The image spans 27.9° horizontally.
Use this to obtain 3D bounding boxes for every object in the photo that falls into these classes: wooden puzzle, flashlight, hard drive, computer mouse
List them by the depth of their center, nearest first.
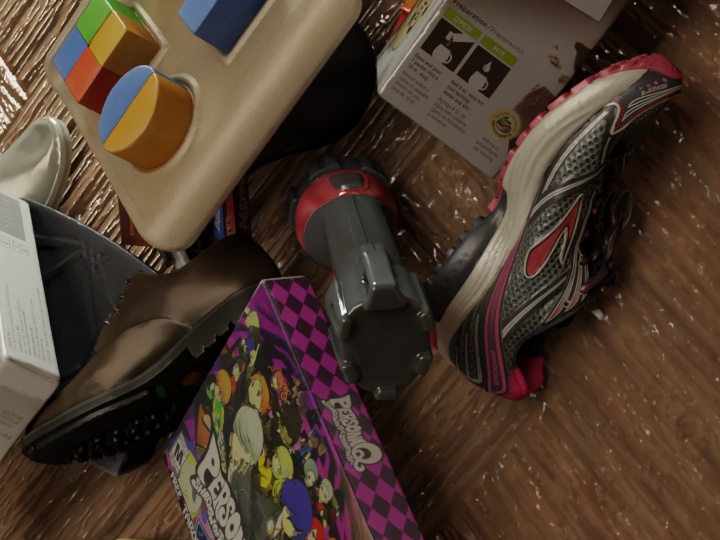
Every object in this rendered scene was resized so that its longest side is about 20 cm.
[{"bbox_3d":[0.000,0.000,0.776,0.068,0.068,0.200,-48,23,15],"label":"flashlight"},{"bbox_3d":[-0.107,-0.138,0.835,0.186,0.046,0.200,-52,48,14],"label":"wooden puzzle"},{"bbox_3d":[-0.081,-0.092,0.873,0.199,0.053,0.139,-25,89,29],"label":"computer mouse"},{"bbox_3d":[-0.189,0.042,0.987,0.199,0.042,0.136,28,96,38],"label":"hard drive"}]

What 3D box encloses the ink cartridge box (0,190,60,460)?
[{"bbox_3d":[-0.270,0.066,0.956,0.177,0.045,0.200,-51,35,19],"label":"ink cartridge box"}]

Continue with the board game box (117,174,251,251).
[{"bbox_3d":[-0.121,-0.114,0.936,0.102,0.019,0.202,5,104,35],"label":"board game box"}]

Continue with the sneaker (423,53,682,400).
[{"bbox_3d":[0.108,-0.024,0.751,0.075,0.080,0.201,42,119,21],"label":"sneaker"}]

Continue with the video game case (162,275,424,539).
[{"bbox_3d":[-0.040,0.137,0.809,0.182,0.036,0.201,-56,48,43],"label":"video game case"}]

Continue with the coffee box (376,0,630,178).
[{"bbox_3d":[0.096,-0.161,0.758,0.201,0.080,0.113,-53,10,15],"label":"coffee box"}]

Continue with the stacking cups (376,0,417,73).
[{"bbox_3d":[0.072,-0.195,0.840,0.060,0.060,0.201,39,108,38],"label":"stacking cups"}]

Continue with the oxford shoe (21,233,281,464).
[{"bbox_3d":[-0.129,0.049,0.887,0.199,0.073,0.085,-34,61,11],"label":"oxford shoe"}]

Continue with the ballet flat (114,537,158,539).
[{"bbox_3d":[-0.128,0.194,0.859,0.199,0.063,0.069,15,67,54],"label":"ballet flat"}]

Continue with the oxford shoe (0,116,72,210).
[{"bbox_3d":[-0.284,-0.035,1.075,0.200,0.058,0.075,-45,53,19],"label":"oxford shoe"}]
